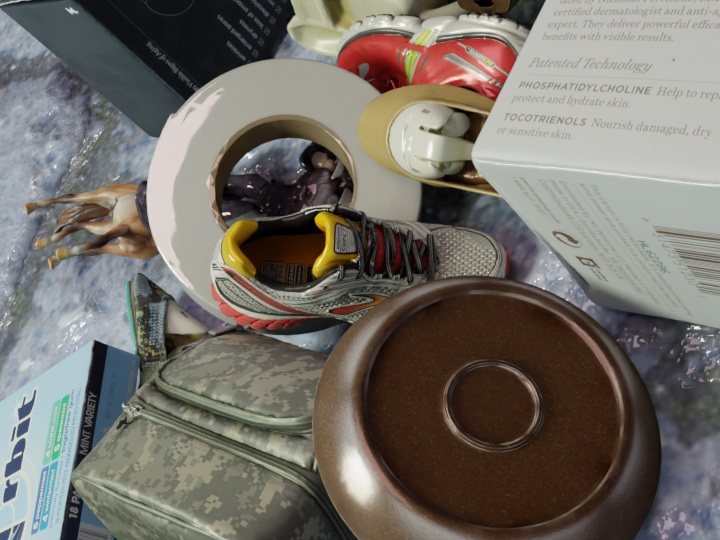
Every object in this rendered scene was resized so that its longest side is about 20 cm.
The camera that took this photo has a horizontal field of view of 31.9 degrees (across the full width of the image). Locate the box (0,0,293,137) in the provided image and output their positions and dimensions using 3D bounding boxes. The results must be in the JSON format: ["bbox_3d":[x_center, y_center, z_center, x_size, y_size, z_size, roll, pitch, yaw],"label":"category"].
[{"bbox_3d":[-0.174,-0.254,1.119,0.123,0.200,0.198,5,63,44],"label":"box"}]

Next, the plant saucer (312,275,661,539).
[{"bbox_3d":[0.072,0.080,0.697,0.197,0.032,0.202,2,57,-2],"label":"plant saucer"}]

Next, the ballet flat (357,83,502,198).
[{"bbox_3d":[0.077,-0.082,0.828,0.198,0.063,0.070,13,104,24],"label":"ballet flat"}]

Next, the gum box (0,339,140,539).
[{"bbox_3d":[-0.241,0.165,0.934,0.199,0.044,0.172,-29,48,43],"label":"gum box"}]

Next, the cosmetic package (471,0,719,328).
[{"bbox_3d":[0.200,-0.093,0.700,0.165,0.167,0.202,10,66,44],"label":"cosmetic package"}]

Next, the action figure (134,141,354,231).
[{"bbox_3d":[-0.071,-0.051,0.975,0.198,0.070,0.131,9,54,25],"label":"action figure"}]

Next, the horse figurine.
[{"bbox_3d":[-0.209,-0.037,1.074,0.131,0.051,0.200,-13,22,-22],"label":"horse figurine"}]

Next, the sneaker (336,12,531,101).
[{"bbox_3d":[0.047,-0.142,0.944,0.199,0.076,0.086,5,79,48],"label":"sneaker"}]

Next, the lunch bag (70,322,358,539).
[{"bbox_3d":[-0.058,0.124,0.794,0.198,0.140,0.168,11,51,44],"label":"lunch bag"}]

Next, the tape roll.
[{"bbox_3d":[-0.054,-0.055,0.906,0.200,0.037,0.206,-1,73,2],"label":"tape roll"}]

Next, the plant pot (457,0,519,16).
[{"bbox_3d":[0.113,-0.302,0.895,0.199,0.200,0.200,-48,41,-7],"label":"plant pot"}]

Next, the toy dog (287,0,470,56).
[{"bbox_3d":[0.029,-0.292,1.024,0.192,0.140,0.202,12,68,31],"label":"toy dog"}]

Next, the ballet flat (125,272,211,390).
[{"bbox_3d":[-0.138,0.077,0.954,0.074,0.074,0.202,-31,46,19],"label":"ballet flat"}]

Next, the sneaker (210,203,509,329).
[{"bbox_3d":[0.000,0.000,0.821,0.197,0.082,0.079,-3,67,-5],"label":"sneaker"}]
